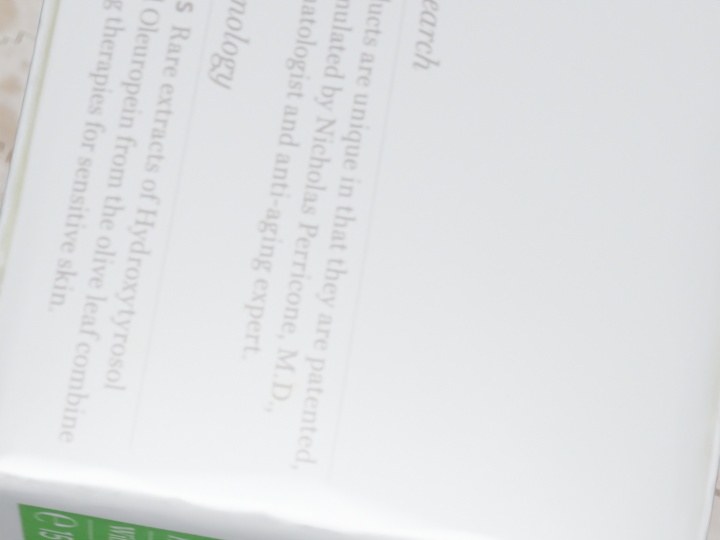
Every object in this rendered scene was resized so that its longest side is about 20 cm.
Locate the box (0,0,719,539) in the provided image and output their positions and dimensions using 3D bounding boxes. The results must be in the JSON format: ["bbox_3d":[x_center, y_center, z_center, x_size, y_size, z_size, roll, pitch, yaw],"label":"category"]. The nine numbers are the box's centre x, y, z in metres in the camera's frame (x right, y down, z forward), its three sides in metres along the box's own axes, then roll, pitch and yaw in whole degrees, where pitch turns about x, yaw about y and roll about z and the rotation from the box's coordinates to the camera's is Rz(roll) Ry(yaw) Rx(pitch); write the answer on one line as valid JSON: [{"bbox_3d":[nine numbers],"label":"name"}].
[{"bbox_3d":[0.000,0.000,0.732,0.171,0.199,0.200,9,71,-2],"label":"box"}]
